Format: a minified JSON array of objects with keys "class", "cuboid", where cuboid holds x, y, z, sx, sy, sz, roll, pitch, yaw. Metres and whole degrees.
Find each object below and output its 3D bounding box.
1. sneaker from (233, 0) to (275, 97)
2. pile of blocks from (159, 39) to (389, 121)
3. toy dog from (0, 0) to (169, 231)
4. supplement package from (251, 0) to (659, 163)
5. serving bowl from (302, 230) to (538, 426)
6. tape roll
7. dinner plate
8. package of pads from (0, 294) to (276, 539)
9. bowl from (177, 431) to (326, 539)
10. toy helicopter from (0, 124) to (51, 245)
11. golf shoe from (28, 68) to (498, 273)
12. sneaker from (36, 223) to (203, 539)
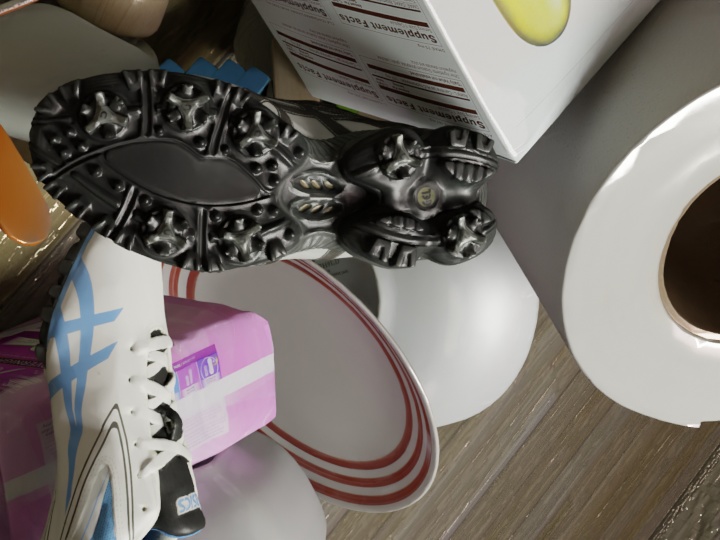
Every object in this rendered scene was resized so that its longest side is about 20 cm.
[{"class":"sneaker","cuboid":[-0.003,-0.176,0.894,0.200,0.072,0.072,-61,177,10]},{"class":"pile of blocks","cuboid":[-0.052,-0.064,0.859,0.062,0.200,0.082,111,-20,-67]},{"class":"toy dog","cuboid":[-0.137,-0.068,0.716,0.200,0.096,0.132,-36,147,-41]},{"class":"supplement package","cuboid":[0.038,-0.192,0.750,0.191,0.147,0.200,-49,132,-16]},{"class":"serving bowl","cuboid":[0.000,0.000,0.969,0.066,0.200,0.200,-23,142,-45]},{"class":"tape roll","cuboid":[0.164,-0.048,0.832,0.202,0.139,0.203,-10,129,-12]},{"class":"dinner plate","cuboid":[-0.036,0.050,0.956,0.024,0.200,0.200,-47,157,-35]},{"class":"package of pads","cuboid":[-0.146,0.070,0.858,0.200,0.120,0.076,-25,111,-51]},{"class":"bowl","cuboid":[-0.124,0.138,0.930,0.200,0.075,0.200,-14,-174,5]},{"class":"toy helicopter","cuboid":[-0.182,-0.060,0.581,0.079,0.132,0.200,-68,143,-51]},{"class":"golf shoe","cuboid":[-0.045,-0.038,0.727,0.200,0.094,0.078,10,94,-23]},{"class":"sneaker","cuboid":[-0.097,0.071,0.741,0.072,0.072,0.200,-6,100,-74]}]
